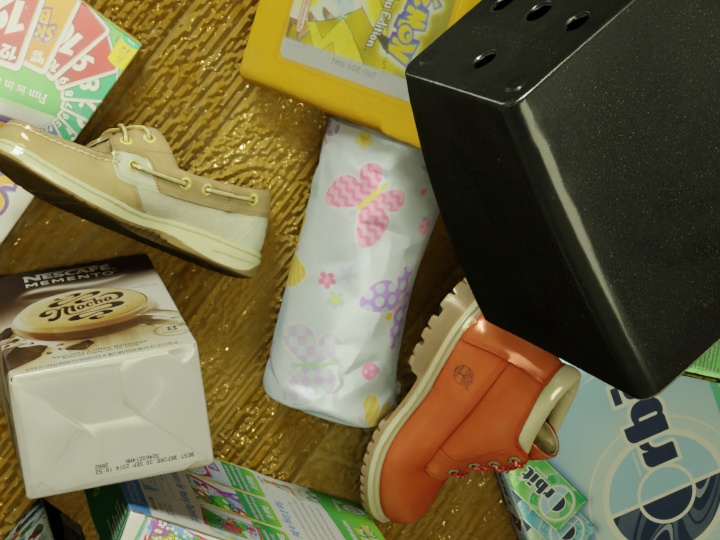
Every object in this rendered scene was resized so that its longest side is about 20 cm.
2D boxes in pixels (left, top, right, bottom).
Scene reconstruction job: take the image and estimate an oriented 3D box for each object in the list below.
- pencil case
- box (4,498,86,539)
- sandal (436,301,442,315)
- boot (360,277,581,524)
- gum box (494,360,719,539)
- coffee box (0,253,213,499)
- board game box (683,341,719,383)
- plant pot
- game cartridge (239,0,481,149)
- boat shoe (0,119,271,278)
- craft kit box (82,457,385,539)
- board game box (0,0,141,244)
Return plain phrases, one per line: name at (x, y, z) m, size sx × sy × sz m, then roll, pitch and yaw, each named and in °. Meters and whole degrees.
pencil case at (0.000, 0.000, 1.608) m, size 0.090 × 0.083 × 0.202 m, roll 13°, pitch 98°, yaw -3°
box at (-0.218, 0.231, 1.548) m, size 0.040 × 0.200 × 0.137 m, roll 38°, pitch 91°, yaw -17°
sandal at (0.120, -0.011, 1.600) m, size 0.081 × 0.199 × 0.055 m, roll -6°, pitch 76°, yaw -41°
boot at (0.069, 0.108, 1.601) m, size 0.107 × 0.075 × 0.201 m, roll 36°, pitch 130°, yaw 13°
gum box at (0.189, 0.114, 1.688) m, size 0.199 × 0.045 × 0.171 m, roll -22°, pitch 105°, yaw -7°
coffee box at (-0.164, 0.060, 1.524) m, size 0.112 × 0.200 × 0.081 m, roll -10°, pitch 107°, yaw -11°
board game box at (0.208, -0.035, 1.641) m, size 0.104 × 0.023 × 0.202 m, roll 13°, pitch 82°, yaw -4°
plant pot at (0.142, -0.079, 1.415) m, size 0.199 × 0.200 × 0.178 m, roll -40°, pitch 115°, yaw -12°
game cartridge at (0.030, -0.172, 1.536) m, size 0.032 × 0.199 × 0.178 m, roll 5°, pitch 104°, yaw -56°
boat shoe at (-0.142, -0.058, 1.567) m, size 0.199 × 0.074 × 0.067 m, roll 25°, pitch 81°, yaw -34°
craft kit box at (-0.072, 0.166, 1.568) m, size 0.196 × 0.200 × 0.049 m, roll 17°, pitch 99°, yaw -14°
board game box at (-0.233, -0.089, 1.568) m, size 0.095 × 0.030 × 0.201 m, roll 35°, pitch 95°, yaw -17°
